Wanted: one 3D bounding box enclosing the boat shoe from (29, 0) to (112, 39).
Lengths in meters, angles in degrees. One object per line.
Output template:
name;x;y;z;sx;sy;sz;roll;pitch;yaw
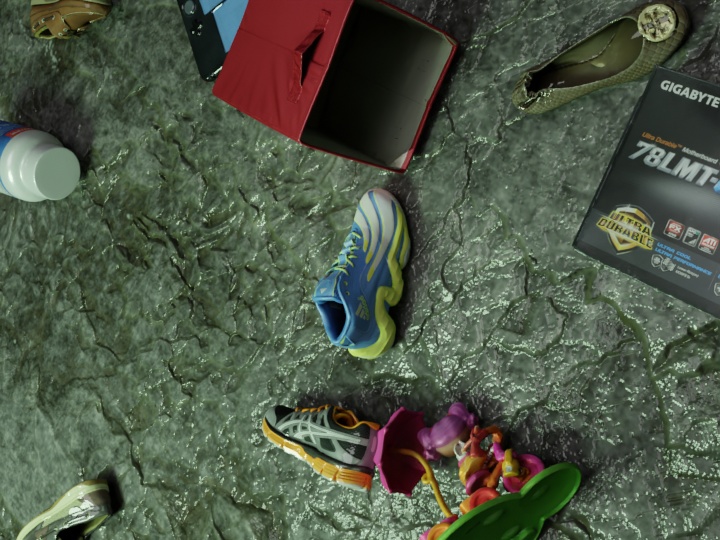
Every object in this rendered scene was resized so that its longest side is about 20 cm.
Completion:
boat shoe;-0.450;-0.393;1.619;0.200;0.072;0.068;12;96;48

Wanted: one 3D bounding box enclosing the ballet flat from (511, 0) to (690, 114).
ballet flat;0.239;-0.216;1.062;0.200;0.046;0.067;-23;72;34

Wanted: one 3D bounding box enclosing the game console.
game console;-0.169;-0.379;1.415;0.200;0.031;0.177;-29;67;33

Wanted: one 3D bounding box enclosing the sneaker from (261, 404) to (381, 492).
sneaker;-0.041;0.190;1.209;0.200;0.078;0.077;19;86;49

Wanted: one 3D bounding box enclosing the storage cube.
storage cube;-0.032;-0.234;1.186;0.180;0.200;0.171;33;105;42

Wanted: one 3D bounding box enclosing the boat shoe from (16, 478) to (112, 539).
boat shoe;-0.430;0.377;1.498;0.200;0.073;0.065;-45;54;25

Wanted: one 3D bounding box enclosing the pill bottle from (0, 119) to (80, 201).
pill bottle;-0.528;-0.169;1.620;0.200;0.112;0.112;16;94;38

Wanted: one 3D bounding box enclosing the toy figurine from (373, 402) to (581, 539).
toy figurine;0.098;0.207;1.084;0.200;0.150;0.184;-41;49;2

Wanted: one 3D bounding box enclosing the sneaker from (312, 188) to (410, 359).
sneaker;0.000;0.000;1.186;0.076;0.105;0.200;-5;82;38

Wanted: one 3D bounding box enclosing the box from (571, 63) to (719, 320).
box;0.327;-0.069;0.976;0.200;0.050;0.199;31;104;36
